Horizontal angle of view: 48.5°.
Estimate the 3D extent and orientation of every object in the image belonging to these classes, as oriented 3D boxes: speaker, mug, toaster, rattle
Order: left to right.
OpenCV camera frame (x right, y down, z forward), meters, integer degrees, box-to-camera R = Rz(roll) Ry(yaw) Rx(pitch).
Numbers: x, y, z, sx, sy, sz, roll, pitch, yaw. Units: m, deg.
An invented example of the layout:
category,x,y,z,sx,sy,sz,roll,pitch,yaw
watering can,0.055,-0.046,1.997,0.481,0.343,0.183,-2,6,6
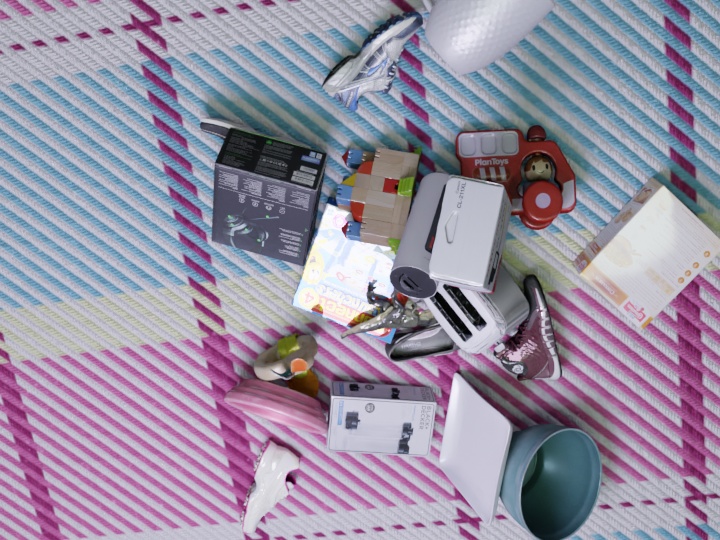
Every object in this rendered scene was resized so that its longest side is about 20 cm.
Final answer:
category,x,y,z,sx,sy,sz,roll,pitch,yaw
rattle,-0.112,0.199,1.416,0.127,0.199,0.146,-10,101,-21
speaker,0.107,-0.056,1.274,0.079,0.203,0.082,14,145,10
toaster,0.190,0.043,1.363,0.113,0.129,0.201,-40,86,35
mug,0.175,-0.422,1.249,0.175,0.147,0.201,-42,79,21

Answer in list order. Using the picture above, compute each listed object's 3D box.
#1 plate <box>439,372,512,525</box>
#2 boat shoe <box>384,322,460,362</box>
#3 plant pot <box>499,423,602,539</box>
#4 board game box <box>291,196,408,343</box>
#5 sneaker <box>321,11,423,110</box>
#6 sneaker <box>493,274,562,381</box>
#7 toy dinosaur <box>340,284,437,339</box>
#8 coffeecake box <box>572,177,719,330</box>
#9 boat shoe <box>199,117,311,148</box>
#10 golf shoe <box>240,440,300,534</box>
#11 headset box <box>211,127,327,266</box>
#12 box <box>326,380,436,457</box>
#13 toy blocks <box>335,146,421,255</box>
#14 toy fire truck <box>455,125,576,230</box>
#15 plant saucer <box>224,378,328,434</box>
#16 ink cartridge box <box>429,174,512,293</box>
category,x,y,z,sx,sy,sz,roll,pitch,yaw
plate,0.211,0.316,1.444,0.032,0.200,0.204,-1,109,-23
boat shoe,0.139,0.128,1.452,0.196,0.057,0.068,-16,105,9
plant pot,0.319,0.367,1.450,0.196,0.133,0.205,-5,99,-31
board game box,0.000,0.000,1.426,0.196,0.056,0.199,20,107,-2
sneaker,0.033,-0.343,1.321,0.199,0.078,0.085,-37,111,21
sneaker,0.287,0.114,1.430,0.113,0.076,0.204,-13,106,11
toy dinosaur,0.051,0.068,1.390,0.195,0.048,0.090,-11,114,8
coffeecake box,0.490,-0.028,1.370,0.153,0.073,0.201,39,106,-8
boat shoe,-0.184,-0.212,1.371,0.196,0.074,0.062,16,103,-9
golf shoe,-0.177,0.435,1.562,0.090,0.076,0.204,17,108,-5
headset box,-0.156,-0.115,1.346,0.170,0.094,0.202,14,138,0
box,0.037,0.276,1.490,0.195,0.060,0.119,5,107,-6
toy blocks,0.020,-0.126,1.343,0.133,0.100,0.205,10,75,6
toy fire truck,0.259,-0.157,1.340,0.195,0.112,0.172,-3,85,8
plant saucer,-0.148,0.244,1.457,0.196,0.201,0.052,18,74,-1
ink cartridge box,0.167,-0.047,1.188,0.081,0.200,0.149,12,90,14
